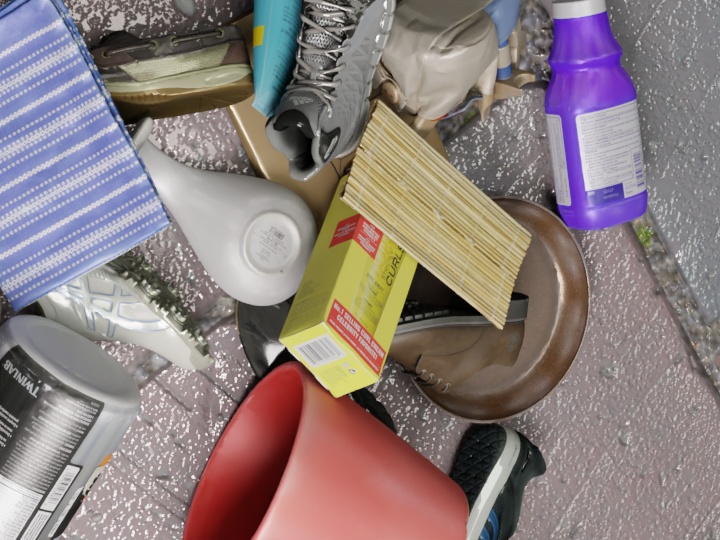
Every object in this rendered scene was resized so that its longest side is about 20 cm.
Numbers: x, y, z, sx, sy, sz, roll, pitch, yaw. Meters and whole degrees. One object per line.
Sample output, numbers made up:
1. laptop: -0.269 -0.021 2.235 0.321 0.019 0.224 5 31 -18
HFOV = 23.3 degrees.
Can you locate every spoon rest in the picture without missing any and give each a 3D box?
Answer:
1. spoon rest: -0.115 -0.051 1.395 0.200 0.060 0.100 39 79 -27

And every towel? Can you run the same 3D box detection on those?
1. towel: -0.243 -0.090 1.286 0.144 0.024 0.201 -27 92 8

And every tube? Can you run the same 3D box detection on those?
1. tube: -0.062 -0.218 1.372 0.077 0.050 0.202 26 68 -68

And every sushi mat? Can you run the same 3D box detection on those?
1. sushi mat: 0.064 -0.044 1.415 0.200 0.012 0.096 39 60 -30

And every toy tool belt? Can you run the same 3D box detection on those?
1. toy tool belt: 0.090 -0.191 1.452 0.200 0.124 0.124 -42 148 -34

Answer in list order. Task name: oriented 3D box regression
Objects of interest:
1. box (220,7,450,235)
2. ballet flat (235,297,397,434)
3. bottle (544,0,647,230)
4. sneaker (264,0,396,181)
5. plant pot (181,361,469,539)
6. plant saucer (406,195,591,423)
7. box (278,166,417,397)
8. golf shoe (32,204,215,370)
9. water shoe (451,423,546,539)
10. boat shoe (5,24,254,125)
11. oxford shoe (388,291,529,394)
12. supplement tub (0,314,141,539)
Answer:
1. box: -0.028 -0.137 1.447 0.163 0.021 0.201 -32 111 -19
2. ballet flat: -0.040 0.091 1.472 0.066 0.057 0.201 -35 108 8
3. bottle: 0.204 -0.140 1.538 0.083 0.065 0.202 -17 105 -29
4. sneaker: -0.027 -0.156 1.333 0.116 0.074 0.202 -54 154 -53
5. plant pot: -0.022 0.200 1.394 0.176 0.200 0.202 27 86 -18
6. plant saucer: 0.114 0.033 1.541 0.198 0.032 0.203 -4 100 -25
7. box: 0.000 0.000 1.383 0.075 0.050 0.201 47 41 -25
8. golf shoe: -0.206 0.026 1.369 0.200 0.078 0.097 42 96 -20
9. water shoe: 0.102 0.237 1.546 0.079 0.071 0.201 29 88 -35
10. boat shoe: -0.181 -0.152 1.347 0.198 0.073 0.065 -7 75 -17
11. oxford shoe: 0.055 0.066 1.460 0.198 0.073 0.085 -3 102 -26
12. supplement tub: -0.262 0.145 1.305 0.122 0.123 0.201 28 103 -27
